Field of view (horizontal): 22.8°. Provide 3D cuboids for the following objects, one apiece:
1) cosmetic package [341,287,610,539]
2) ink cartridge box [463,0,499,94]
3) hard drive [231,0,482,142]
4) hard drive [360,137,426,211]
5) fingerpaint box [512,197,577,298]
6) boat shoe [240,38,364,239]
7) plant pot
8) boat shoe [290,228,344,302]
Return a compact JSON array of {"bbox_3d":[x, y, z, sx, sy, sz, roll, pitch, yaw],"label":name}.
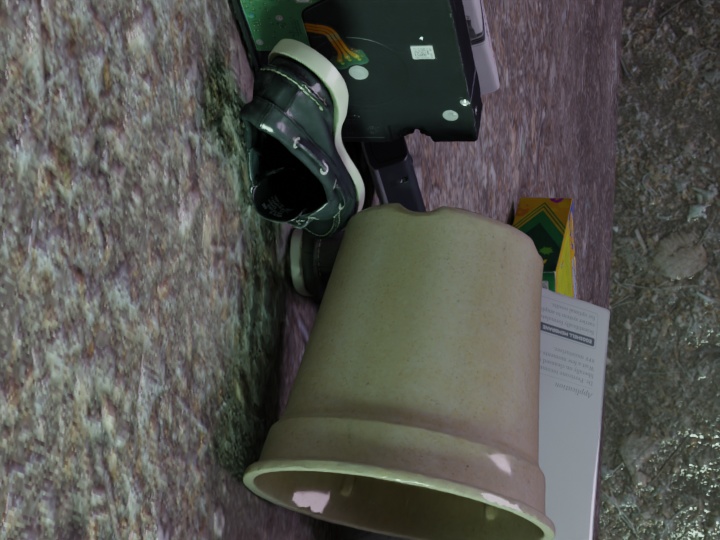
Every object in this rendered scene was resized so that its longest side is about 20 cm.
[{"bbox_3d":[0.084,0.135,1.343,0.199,0.122,0.202,142,-38,-59],"label":"cosmetic package"},{"bbox_3d":[0.042,-0.234,1.345,0.200,0.083,0.146,63,16,-63],"label":"ink cartridge box"},{"bbox_3d":[-0.004,-0.156,1.106,0.201,0.138,0.038,71,24,-53],"label":"hard drive"},{"bbox_3d":[0.025,-0.075,1.359,0.201,0.033,0.141,70,3,-55],"label":"hard drive"},{"bbox_3d":[0.220,0.038,2.179,0.167,0.073,0.202,-68,156,-53],"label":"fingerpaint box"},{"bbox_3d":[-0.042,-0.063,1.115,0.066,0.074,0.200,-54,168,-21],"label":"boat shoe"},{"bbox_3d":[0.039,0.065,1.141,0.201,0.198,0.185,57,41,-66],"label":"plant pot"},{"bbox_3d":[0.000,0.000,1.305,0.200,0.056,0.068,13,79,-76],"label":"boat shoe"}]
